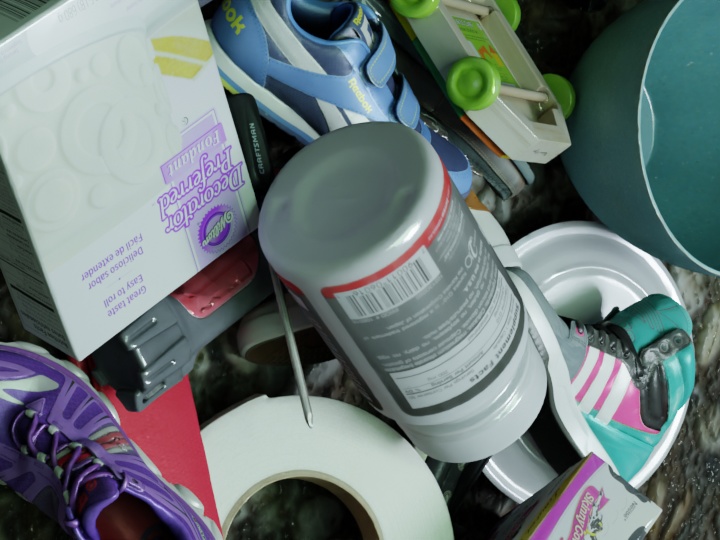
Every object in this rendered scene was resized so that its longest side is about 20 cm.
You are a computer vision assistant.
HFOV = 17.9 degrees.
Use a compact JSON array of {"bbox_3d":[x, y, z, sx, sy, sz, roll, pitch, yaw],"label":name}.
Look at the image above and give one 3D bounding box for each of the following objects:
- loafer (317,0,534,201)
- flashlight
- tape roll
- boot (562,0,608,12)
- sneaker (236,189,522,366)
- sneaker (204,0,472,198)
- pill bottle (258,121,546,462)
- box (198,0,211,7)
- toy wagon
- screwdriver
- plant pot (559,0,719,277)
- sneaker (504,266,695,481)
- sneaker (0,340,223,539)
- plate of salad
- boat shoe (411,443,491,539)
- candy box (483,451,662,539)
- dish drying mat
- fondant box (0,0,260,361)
[{"bbox_3d":[0.029,-0.108,1.463,0.063,0.072,0.200,-45,114,-2],"label":"loafer"},{"bbox_3d":[-0.083,-0.002,1.358,0.200,0.068,0.068,-37,157,-39],"label":"flashlight"},{"bbox_3d":[-0.040,0.176,1.400,0.201,0.037,0.204,2,83,-16],"label":"tape roll"},{"bbox_3d":[0.159,-0.293,1.527,0.168,0.076,0.201,-45,125,-30],"label":"boot"},{"bbox_3d":[0.000,0.000,1.456,0.199,0.073,0.085,-18,71,-27],"label":"sneaker"},{"bbox_3d":[-0.003,-0.110,1.384,0.199,0.074,0.082,34,111,-20],"label":"sneaker"},{"bbox_3d":[0.031,0.017,1.341,0.114,0.113,0.200,-54,137,-20],"label":"pill bottle"},{"bbox_3d":[-0.159,-0.195,1.293,0.200,0.079,0.142,-37,118,-29],"label":"box"},{"bbox_3d":[0.064,-0.158,1.450,0.201,0.039,0.155,58,20,13],"label":"toy wagon"},{"bbox_3d":[-0.053,-0.007,1.329,0.029,0.028,0.201,11,65,-59],"label":"screwdriver"},{"bbox_3d":[0.210,-0.097,1.549,0.199,0.134,0.202,-2,93,-39],"label":"plant pot"},{"bbox_3d":[0.155,0.047,1.489,0.121,0.083,0.201,-43,128,-18],"label":"sneaker"},{"bbox_3d":[-0.155,0.110,1.280,0.200,0.083,0.081,38,86,5],"label":"sneaker"},{"bbox_3d":[0.143,0.066,1.568,0.199,0.048,0.202,-2,94,-30],"label":"plate of salad"},{"bbox_3d":[0.046,0.167,1.477,0.062,0.073,0.201,21,84,1],"label":"boat shoe"},{"bbox_3d":[0.101,0.204,1.461,0.061,0.200,0.137,39,67,0],"label":"candy box"},{"bbox_3d":[-0.127,0.095,1.347,0.076,0.018,0.201,-8,83,-37],"label":"dish drying mat"},{"bbox_3d":[-0.143,-0.074,1.244,0.144,0.058,0.201,-38,133,-28],"label":"fondant box"}]
